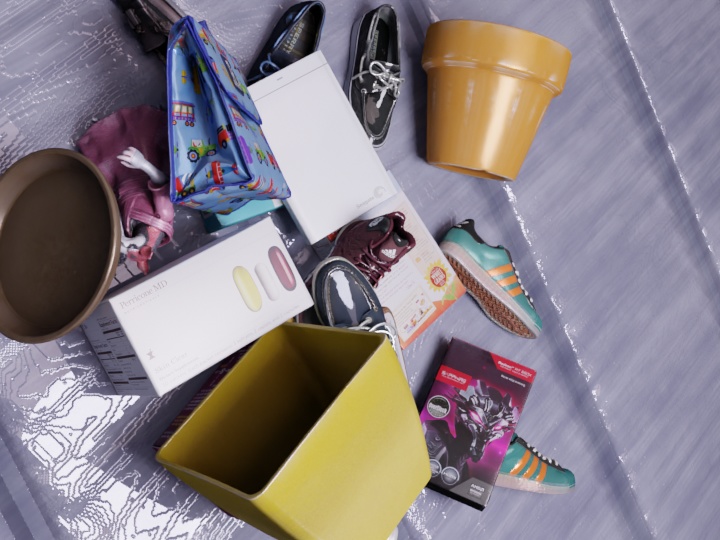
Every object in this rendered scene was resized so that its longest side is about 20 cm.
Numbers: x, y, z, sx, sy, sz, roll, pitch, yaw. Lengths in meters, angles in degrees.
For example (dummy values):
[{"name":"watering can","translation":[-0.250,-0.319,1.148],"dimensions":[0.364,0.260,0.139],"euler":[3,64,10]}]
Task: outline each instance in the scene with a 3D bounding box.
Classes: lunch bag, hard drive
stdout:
[{"name":"lunch bag","translation":[-0.157,-0.171,0.951],"dimensions":[0.094,0.151,0.200],"euler":[-14,86,10]},{"name":"hard drive","translation":[-0.057,-0.150,1.070],"dimensions":[0.132,0.027,0.200],"euler":[-32,99,-17]}]

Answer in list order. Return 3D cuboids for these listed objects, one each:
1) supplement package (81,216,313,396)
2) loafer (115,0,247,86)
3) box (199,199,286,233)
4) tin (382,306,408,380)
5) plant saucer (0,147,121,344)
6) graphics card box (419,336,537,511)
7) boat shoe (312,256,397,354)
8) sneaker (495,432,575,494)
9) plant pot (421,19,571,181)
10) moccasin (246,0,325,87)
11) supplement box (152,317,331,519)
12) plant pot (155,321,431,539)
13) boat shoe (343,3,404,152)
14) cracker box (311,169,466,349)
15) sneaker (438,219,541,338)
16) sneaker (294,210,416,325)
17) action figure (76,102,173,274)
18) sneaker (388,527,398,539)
[{"name":"supplement package","translation":[-0.184,0.041,0.963],"dimensions":[0.200,0.156,0.111],"euler":[-31,99,-30]},{"name":"loafer","translation":[-0.223,-0.267,1.037],"dimensions":[0.200,0.072,0.063],"euler":[42,71,-20]},{"name":"box","translation":[-0.110,-0.117,1.092],"dimensions":[0.200,0.049,0.082],"euler":[-24,95,-31]},{"name":"tin","translation":[0.031,0.136,1.088],"dimensions":[0.112,0.042,0.200],"euler":[-82,161,-59]},{"name":"plant saucer","translation":[-0.317,-0.025,0.891],"dimensions":[0.029,0.200,0.200],"euler":[18,71,-62]},{"name":"graphics card box","translation":[0.142,0.201,1.164],"dimensions":[0.125,0.051,0.200],"euler":[23,70,9]},{"name":"boat shoe","translation":[0.002,0.080,0.964],"dimensions":[0.075,0.062,0.200],"euler":[-20,110,-10]},{"name":"sneaker","translation":[0.223,0.264,1.223],"dimensions":[0.200,0.071,0.080],"euler":[15,80,-27]},{"name":"plant pot","translation":[0.170,-0.224,1.206],"dimensions":[0.200,0.200,0.183],"euler":[11,94,-29]},{"name":"moccasin","translation":[-0.098,-0.259,1.107],"dimensions":[0.080,0.068,0.200],"euler":[20,75,-27]},{"name":"supplement box","translation":[-0.117,0.170,1.015],"dimensions":[0.131,0.103,0.200],"euler":[48,62,-16]},{"name":"plant pot","translation":[-0.046,0.188,0.891],"dimensions":[0.200,0.200,0.176],"euler":[-49,118,-27]},{"name":"boat shoe","translation":[0.025,-0.260,1.182],"dimensions":[0.074,0.068,0.200],"euler":[14,76,-28]},{"name":"cracker box","translation":[0.033,-0.012,1.158],"dimensions":[0.134,0.058,0.200],"euler":[-40,104,-28]},{"name":"sneaker","translation":[0.195,0.011,1.234],"dimensions":[0.200,0.071,0.080],"euler":[45,68,-17]},{"name":"sneaker","translation":[0.000,0.000,1.014],"dimensions":[0.076,0.115,0.200],"euler":[40,51,-22]},{"name":"action figure","translation":[-0.244,-0.080,0.966],"dimensions":[0.149,0.134,0.200],"euler":[20,47,-52]},{"name":"sneaker","translation":[-0.033,0.382,1.065],"dimensions":[0.088,0.075,0.200],"euler":[31,62,-10]}]
